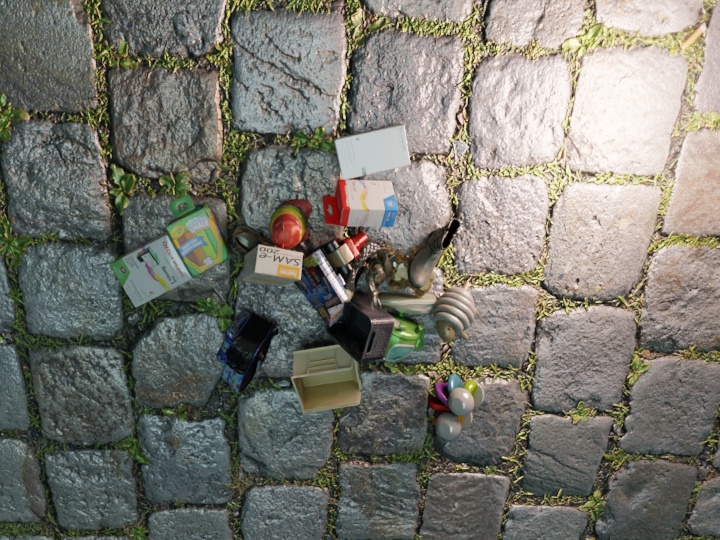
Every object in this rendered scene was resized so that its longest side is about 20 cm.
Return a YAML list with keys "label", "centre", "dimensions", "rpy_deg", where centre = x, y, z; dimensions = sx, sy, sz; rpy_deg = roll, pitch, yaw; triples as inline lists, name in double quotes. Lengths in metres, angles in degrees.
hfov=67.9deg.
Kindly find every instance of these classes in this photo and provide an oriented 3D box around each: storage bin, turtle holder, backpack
- label: "storage bin"
  centre: [-0.005, 0.159, 1.560]
  dimensions: [0.092, 0.199, 0.139]
  rpy_deg: [2, 113, -41]
- label: "storage bin"
  centre: [-0.098, 0.330, 1.632]
  dimensions: [0.192, 0.095, 0.203]
  rpy_deg: [-8, 136, 1]
- label: "turtle holder"
  centre: [0.112, 0.198, 1.629]
  dimensions: [0.139, 0.184, 0.135]
  rpy_deg: [29, 107, 23]
- label: "backpack"
  centre: [-0.352, 0.253, 1.605]
  dimensions: [0.132, 0.184, 0.203]
  rpy_deg: [27, 117, -2]

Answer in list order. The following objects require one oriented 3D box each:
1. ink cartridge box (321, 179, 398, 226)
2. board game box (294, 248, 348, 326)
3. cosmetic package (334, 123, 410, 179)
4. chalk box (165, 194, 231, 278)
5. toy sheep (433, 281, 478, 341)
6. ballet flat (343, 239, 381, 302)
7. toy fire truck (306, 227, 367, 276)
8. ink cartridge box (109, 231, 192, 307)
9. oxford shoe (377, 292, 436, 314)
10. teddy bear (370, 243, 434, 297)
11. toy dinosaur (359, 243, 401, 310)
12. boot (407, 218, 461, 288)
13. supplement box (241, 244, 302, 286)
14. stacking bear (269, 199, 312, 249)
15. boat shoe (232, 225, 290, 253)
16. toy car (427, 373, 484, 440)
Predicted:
- label: "ink cartridge box"
  centre: [-0.003, -0.186, 1.478]
  dimensions: [0.193, 0.119, 0.068]
  rpy_deg: [0, 141, -13]
- label: "board game box"
  centre: [-0.099, 0.050, 1.477]
  dimensions: [0.061, 0.199, 0.203]
  rpy_deg: [-36, 97, -30]
- label: "cosmetic package"
  centre: [0.033, -0.328, 1.476]
  dimensions: [0.194, 0.081, 0.116]
  rpy_deg: [-13, 106, 3]
- label: "chalk box"
  centre: [-0.460, -0.107, 1.496]
  dimensions: [0.123, 0.124, 0.204]
  rpy_deg: [-28, 108, -7]
- label: "toy sheep"
  centre: [0.285, 0.121, 1.602]
  dimensions: [0.136, 0.137, 0.203]
  rpy_deg: [34, 61, -12]
- label: "ballet flat"
  centre: [0.000, 0.000, 1.533]
  dimensions: [0.055, 0.067, 0.204]
  rpy_deg: [22, 72, 9]
- label: "toy fire truck"
  centre: [-0.046, -0.081, 1.531]
  dimensions: [0.199, 0.175, 0.130]
  rpy_deg: [-39, 99, -30]
- label: "ink cartridge box"
  centre: [-0.595, -0.009, 1.555]
  dimensions: [0.196, 0.084, 0.148]
  rpy_deg: [-25, 107, 5]
- label: "oxford shoe"
  centre: [0.134, 0.103, 1.622]
  dimensions: [0.193, 0.076, 0.060]
  rpy_deg: [3, 111, -7]
- label: "teddy bear"
  centre: [0.126, -0.002, 1.599]
  dimensions: [0.193, 0.067, 0.150]
  rpy_deg: [8, 98, 2]
- label: "toy dinosaur"
  centre: [0.054, 0.001, 1.530]
  dimensions: [0.075, 0.202, 0.104]
  rpy_deg: [14, 144, 28]
- label: "boot"
  centre: [0.206, -0.053, 1.504]
  dimensions: [0.067, 0.131, 0.203]
  rpy_deg: [31, 72, -7]
- label: "supplement box"
  centre: [-0.241, -0.010, 1.440]
  dimensions: [0.122, 0.199, 0.076]
  rpy_deg: [10, 80, -22]
- label: "stacking bear"
  centre: [-0.198, -0.118, 1.472]
  dimensions: [0.110, 0.201, 0.125]
  rpy_deg: [9, 108, -5]
- label: "boat shoe"
  centre: [-0.284, -0.058, 1.556]
  dimensions: [0.196, 0.072, 0.077]
  rpy_deg: [25, 106, -9]
- label: "toy car"
  centre: [0.291, 0.420, 1.699]
  dimensions: [0.148, 0.173, 0.204]
  rpy_deg: [32, 108, 26]
